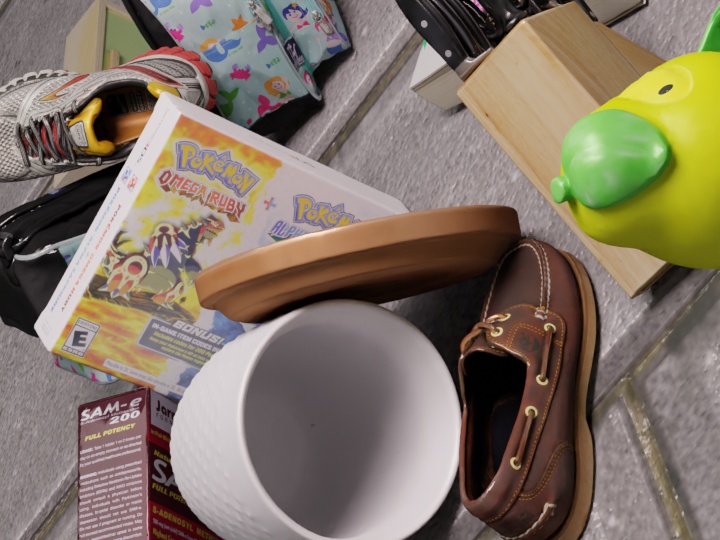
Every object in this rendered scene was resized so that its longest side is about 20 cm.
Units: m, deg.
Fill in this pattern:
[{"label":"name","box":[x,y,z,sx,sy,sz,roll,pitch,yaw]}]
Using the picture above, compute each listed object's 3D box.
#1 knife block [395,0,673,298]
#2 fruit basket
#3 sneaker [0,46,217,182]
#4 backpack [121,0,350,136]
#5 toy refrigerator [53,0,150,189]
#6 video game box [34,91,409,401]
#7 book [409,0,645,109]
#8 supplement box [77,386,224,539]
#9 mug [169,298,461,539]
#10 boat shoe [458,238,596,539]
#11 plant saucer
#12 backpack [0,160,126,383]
[{"label":"knife block","box":[0.100,-0.099,1.170,0.064,0.175,0.201,-47,33,34]},{"label":"fruit basket","box":[0.186,-0.061,0.957,0.215,0.215,0.156,17,84,63]},{"label":"sneaker","box":[-0.207,-0.111,1.538,0.199,0.078,0.082,-18,16,16]},{"label":"backpack","box":[-0.109,-0.216,1.621,0.150,0.200,0.178,-38,32,8]},{"label":"toy refrigerator","box":[-0.223,-0.150,1.904,0.070,0.076,0.201,-43,34,36]},{"label":"video game box","box":[-0.086,0.003,1.399,0.183,0.199,0.047,-61,31,10]},{"label":"book","box":[0.115,-0.200,1.376,0.200,0.048,0.134,-29,41,52]},{"label":"supplement box","box":[-0.133,0.190,1.385,0.061,0.109,0.201,-17,61,23]},{"label":"mug","box":[-0.043,0.129,1.286,0.175,0.147,0.201,-23,59,62]},{"label":"boat shoe","box":[0.089,0.059,1.180,0.070,0.070,0.201,-43,34,39]},{"label":"plant saucer","box":[0.000,0.000,1.268,0.200,0.199,0.033,-21,78,54]},{"label":"backpack","box":[-0.168,-0.012,1.579,0.200,0.151,0.177,-33,18,-21]}]
